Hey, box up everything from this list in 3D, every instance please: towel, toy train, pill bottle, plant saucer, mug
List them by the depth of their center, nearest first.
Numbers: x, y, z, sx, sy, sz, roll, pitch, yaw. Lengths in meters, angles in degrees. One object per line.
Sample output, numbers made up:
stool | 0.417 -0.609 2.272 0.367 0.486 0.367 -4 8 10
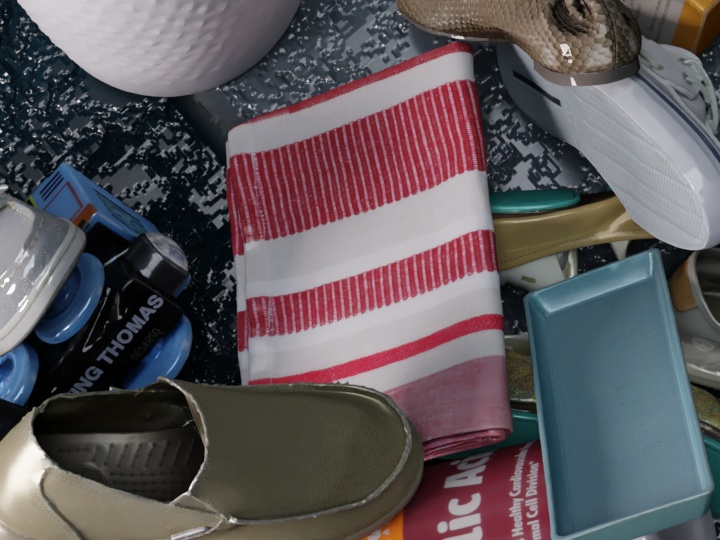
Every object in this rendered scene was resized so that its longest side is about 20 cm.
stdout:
plant saucer | 0.112 0.055 1.024 0.070 0.200 0.019 -20 119 11
pill bottle | 0.056 0.141 1.065 0.199 0.114 0.115 -15 79 20
towel | 0.000 0.000 1.109 0.144 0.023 0.201 -18 64 28
mug | -0.131 -0.187 1.126 0.199 0.175 0.148 28 85 11
toy train | -0.162 0.050 1.128 0.200 0.087 0.114 -49 36 8

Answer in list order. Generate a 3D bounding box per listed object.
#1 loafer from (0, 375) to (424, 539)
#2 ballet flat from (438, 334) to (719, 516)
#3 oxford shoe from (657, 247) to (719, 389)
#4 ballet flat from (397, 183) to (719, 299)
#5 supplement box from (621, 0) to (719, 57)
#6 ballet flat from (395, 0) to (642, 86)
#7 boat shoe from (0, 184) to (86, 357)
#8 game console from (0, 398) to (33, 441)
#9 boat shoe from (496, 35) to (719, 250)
loafer | -0.063 0.083 1.001 0.199 0.068 0.076 -7 59 -18
ballet flat | 0.111 0.066 1.115 0.199 0.071 0.071 10 82 7
oxford shoe | 0.234 0.029 1.087 0.199 0.058 0.075 9 41 3
ballet flat | 0.114 -0.016 1.124 0.199 0.069 0.063 -10 96 8
supplement box | 0.127 -0.214 1.138 0.200 0.074 0.126 40 77 12
ballet flat | 0.071 -0.129 1.092 0.067 0.200 0.047 -16 113 -17
boat shoe | -0.196 -0.007 1.087 0.065 0.202 0.075 37 75 -30
game console | -0.164 0.173 1.065 0.176 0.116 0.200 46 116 26
boat shoe | 0.132 -0.079 1.081 0.067 0.074 0.200 -25 37 -12
